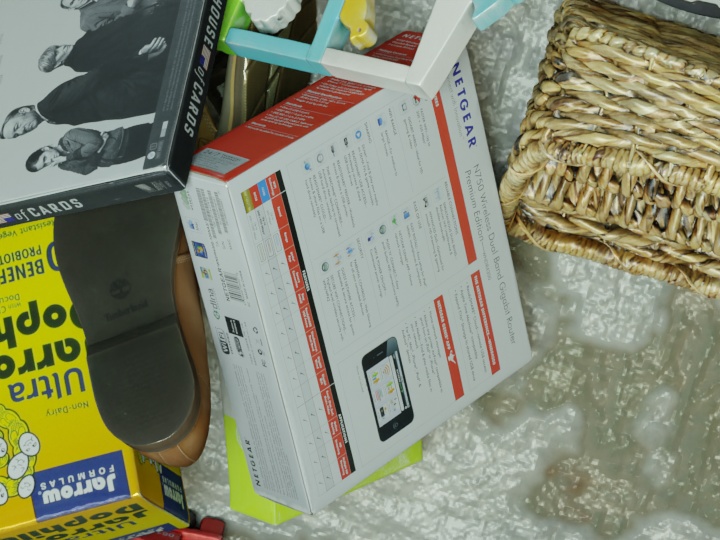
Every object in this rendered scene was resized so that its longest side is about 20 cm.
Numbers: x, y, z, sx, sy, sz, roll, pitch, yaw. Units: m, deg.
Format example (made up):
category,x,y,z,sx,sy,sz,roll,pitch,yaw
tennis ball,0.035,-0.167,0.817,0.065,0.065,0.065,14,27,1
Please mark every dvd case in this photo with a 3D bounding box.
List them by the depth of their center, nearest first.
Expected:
category,x,y,z,sx,sy,sz,roll,pitch,yaw
dvd case,-0.167,-0.091,1.341,0.199,0.151,0.025,-11,142,28

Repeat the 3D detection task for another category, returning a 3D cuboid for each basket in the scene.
category,x,y,z,sx,sy,sz,roll,pitch,yaw
basket,0.180,-0.047,1.369,0.199,0.143,0.150,18,105,-1

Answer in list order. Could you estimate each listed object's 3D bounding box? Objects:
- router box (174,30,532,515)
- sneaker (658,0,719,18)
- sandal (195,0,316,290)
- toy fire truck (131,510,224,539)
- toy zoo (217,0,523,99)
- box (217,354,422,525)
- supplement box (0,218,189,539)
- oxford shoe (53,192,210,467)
category,x,y,z,sx,sy,sz,roll,pitch,yaw
router box,0.000,0.000,1.359,0.049,0.179,0.201,15,127,45
sneaker,0.140,-0.206,1.366,0.199,0.072,0.083,28,104,-4
sandal,-0.073,-0.081,1.419,0.054,0.080,0.201,20,111,20
toy fire truck,-0.132,0.178,1.450,0.199,0.141,0.049,12,106,0
toy zoo,-0.001,-0.164,1.336,0.199,0.020,0.132,14,75,28
box,-0.025,0.027,1.410,0.047,0.122,0.201,15,116,44
supplement box,-0.175,0.050,1.392,0.108,0.110,0.201,-15,74,7
oxford shoe,-0.115,0.011,1.328,0.071,0.071,0.201,-13,65,10
